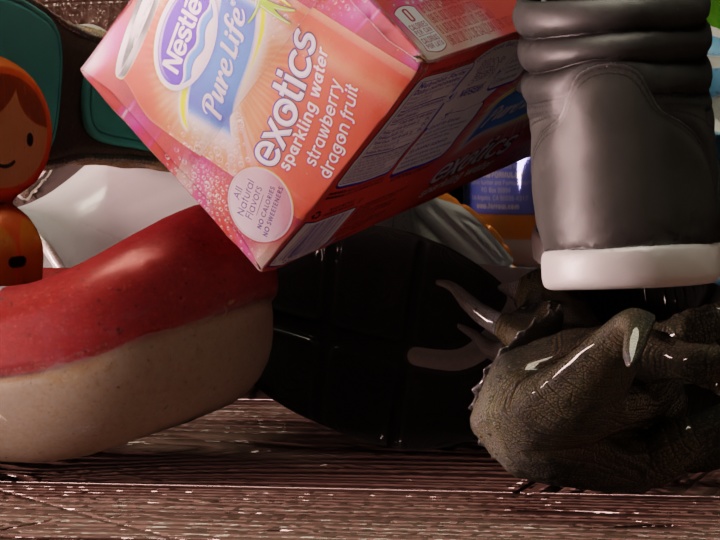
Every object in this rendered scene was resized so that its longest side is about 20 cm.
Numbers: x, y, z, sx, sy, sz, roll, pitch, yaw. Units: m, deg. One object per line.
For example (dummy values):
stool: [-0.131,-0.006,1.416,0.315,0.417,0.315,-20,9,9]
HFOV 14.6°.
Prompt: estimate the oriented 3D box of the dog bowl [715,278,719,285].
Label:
dog bowl: [0.125,0.022,1.189,0.111,0.050,0.200,-1,4,3]

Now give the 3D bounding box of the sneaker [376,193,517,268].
sneaker: [0.000,0.000,1.095,0.075,0.092,0.200,22,-22,37]

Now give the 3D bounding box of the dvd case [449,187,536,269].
dvd case: [0.047,-0.033,1.280,0.025,0.151,0.200,-4,2,14]

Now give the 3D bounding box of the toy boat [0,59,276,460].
toy boat: [-0.127,-0.007,0.947,0.199,0.132,0.130,0,4,16]

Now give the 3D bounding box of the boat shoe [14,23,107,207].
boat shoe: [-0.179,-0.029,1.223,0.200,0.072,0.059,-44,-18,18]

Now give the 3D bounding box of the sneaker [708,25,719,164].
sneaker: [0.149,-0.043,0.996,0.080,0.077,0.200,-13,25,-14]

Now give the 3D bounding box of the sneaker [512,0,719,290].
sneaker: [0.087,-0.048,0.895,0.070,0.100,0.200,-1,3,7]

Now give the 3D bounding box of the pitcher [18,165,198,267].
pitcher: [-0.063,-0.004,1.162,0.199,0.122,0.171,-17,15,-41]

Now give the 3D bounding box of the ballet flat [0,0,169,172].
ballet flat: [-0.131,-0.067,1.063,0.067,0.069,0.200,3,-7,31]

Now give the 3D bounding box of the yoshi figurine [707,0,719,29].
yoshi figurine: [0.184,-0.114,1.132,0.112,0.112,0.200,26,42,-1]

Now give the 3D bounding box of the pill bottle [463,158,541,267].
pill bottle: [0.097,-0.104,1.205,0.111,0.202,0.112,-1,3,0]

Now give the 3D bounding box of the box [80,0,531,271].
box: [0.014,-0.086,0.945,0.100,0.096,0.200,-50,-14,32]

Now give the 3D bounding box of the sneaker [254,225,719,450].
sneaker: [0.056,0.032,1.018,0.199,0.076,0.115,7,-4,18]

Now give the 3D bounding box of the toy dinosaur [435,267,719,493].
toy dinosaur: [0.074,0.042,0.861,0.102,0.077,0.200,-13,7,8]
